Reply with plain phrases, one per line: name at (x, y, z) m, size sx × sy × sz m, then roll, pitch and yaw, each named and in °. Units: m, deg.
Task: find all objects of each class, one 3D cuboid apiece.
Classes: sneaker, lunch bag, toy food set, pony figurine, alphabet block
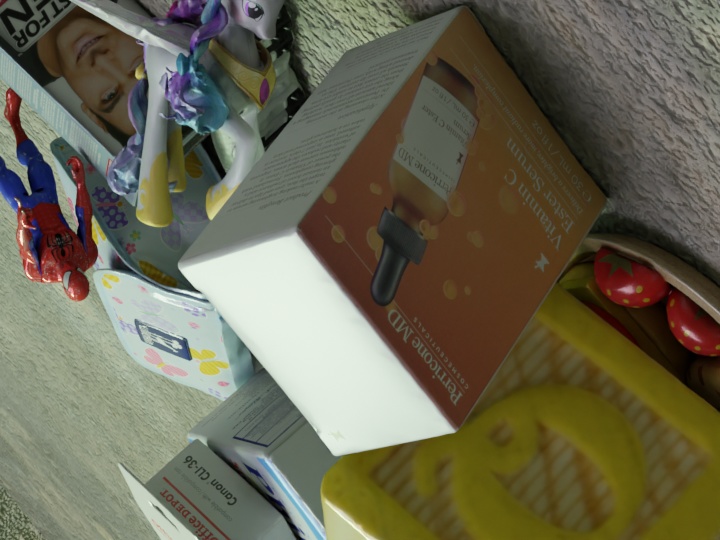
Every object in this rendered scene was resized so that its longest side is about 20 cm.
sneaker at (-0.086, -0.132, 1.583) m, size 0.090 × 0.066 × 0.200 m, roll 40°, pitch 157°, yaw 24°
lunch bag at (-0.146, -0.007, 1.818) m, size 0.200 × 0.127 × 0.170 m, roll 56°, pitch 168°, yaw 25°
toy food set at (0.186, 0.059, 1.417) m, size 0.200 × 0.049 × 0.198 m, roll 48°, pitch 162°, yaw -9°
pony figurine at (-0.103, -0.129, 1.419) m, size 0.193 × 0.166 × 0.201 m, roll 28°, pitch 123°, yaw 37°
alphabet block at (0.107, 0.158, 1.411) m, size 0.195 × 0.196 × 0.200 m, roll 38°, pitch 161°, yaw 17°

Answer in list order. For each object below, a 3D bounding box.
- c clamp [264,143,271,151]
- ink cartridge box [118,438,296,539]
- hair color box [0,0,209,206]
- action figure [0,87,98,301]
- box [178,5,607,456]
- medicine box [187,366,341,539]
c clamp at (-0.016, 0.003, 1.571) m, size 0.200 × 0.027 × 0.171 m, roll 52°, pitch 133°, yaw -4°
ink cartridge box at (-0.092, 0.205, 1.732) m, size 0.116 × 0.067 × 0.200 m, roll 36°, pitch 161°, yaw 41°
hair color box at (-0.199, -0.155, 1.717) m, size 0.200 × 0.099 × 0.061 m, roll 44°, pitch 161°, yaw 5°
action figure at (-0.240, -0.069, 1.729) m, size 0.200 × 0.065 × 0.099 m, roll 60°, pitch 157°, yaw 30°
box at (0.022, -0.022, 1.326) m, size 0.106 × 0.200 × 0.152 m, roll -16°, pitch 121°, yaw 47°
medicine box at (-0.014, 0.165, 1.738) m, size 0.182 × 0.103 × 0.200 m, roll 54°, pitch 165°, yaw -12°
